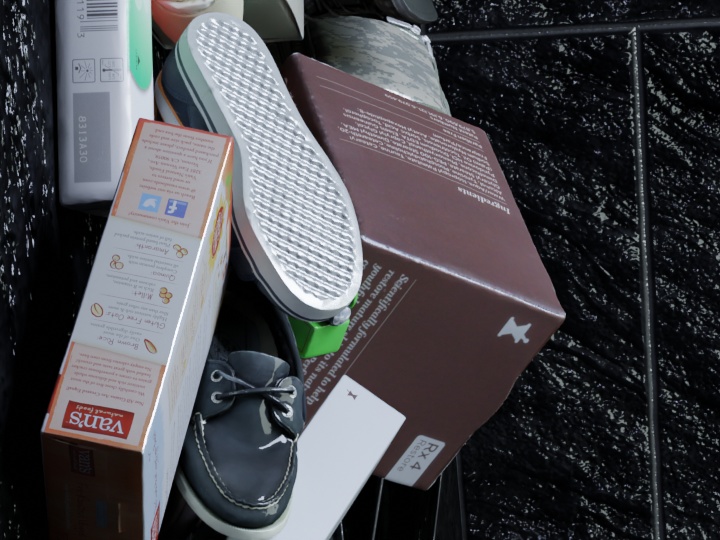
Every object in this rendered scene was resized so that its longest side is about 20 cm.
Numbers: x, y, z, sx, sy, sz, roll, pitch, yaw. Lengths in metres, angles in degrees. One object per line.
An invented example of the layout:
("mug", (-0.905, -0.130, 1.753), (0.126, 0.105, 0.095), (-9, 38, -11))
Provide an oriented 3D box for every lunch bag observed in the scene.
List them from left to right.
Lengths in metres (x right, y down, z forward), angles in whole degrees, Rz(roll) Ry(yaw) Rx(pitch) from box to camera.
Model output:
("lunch bag", (-0.016, -0.100, 1.898), (0.200, 0.166, 0.140), (-105, -178, -65))

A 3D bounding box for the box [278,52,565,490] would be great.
("box", (0.000, 0.000, 1.713), (0.166, 0.163, 0.201), (-53, -146, 26))

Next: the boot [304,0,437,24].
("boot", (-0.042, -0.179, 1.823), (0.200, 0.173, 0.070), (-99, 167, -75))

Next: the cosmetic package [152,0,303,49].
("cosmetic package", (-0.091, -0.255, 1.746), (0.087, 0.103, 0.202), (60, 29, -73))

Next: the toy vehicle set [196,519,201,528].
("toy vehicle set", (-0.072, 0.132, 1.848), (0.125, 0.026, 0.200), (-60, 160, -20))

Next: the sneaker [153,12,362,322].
("sneaker", (-0.062, -0.046, 1.531), (0.079, 0.078, 0.201), (-50, -127, 44))

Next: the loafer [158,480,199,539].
("loafer", (-0.121, 0.091, 1.576), (0.073, 0.071, 0.201), (-47, -156, 52))

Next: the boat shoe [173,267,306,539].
("boat shoe", (-0.064, 0.065, 1.489), (0.200, 0.074, 0.066), (-89, -163, -55))

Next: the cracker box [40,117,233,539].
("cracker box", (-0.115, 0.041, 1.396), (0.134, 0.057, 0.201), (97, 5, -55))

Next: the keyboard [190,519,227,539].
("keyboard", (-0.088, 0.157, 1.568), (0.128, 0.021, 0.200), (-61, 180, -13))

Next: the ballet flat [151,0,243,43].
("ballet flat", (-0.120, -0.215, 1.619), (0.070, 0.069, 0.201), (-78, 154, -64))

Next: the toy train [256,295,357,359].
("toy train", (-0.071, -0.021, 1.604), (0.200, 0.042, 0.057), (46, -51, 34))

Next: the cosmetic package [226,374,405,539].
("cosmetic package", (-0.059, 0.172, 1.537), (0.200, 0.051, 0.151), (-53, 175, -50))

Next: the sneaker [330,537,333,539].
("sneaker", (-0.059, 0.162, 2.016), (0.200, 0.073, 0.089), (-101, -176, -62))

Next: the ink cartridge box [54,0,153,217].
("ink cartridge box", (-0.135, -0.112, 1.550), (0.200, 0.050, 0.162), (11, 77, -81))
